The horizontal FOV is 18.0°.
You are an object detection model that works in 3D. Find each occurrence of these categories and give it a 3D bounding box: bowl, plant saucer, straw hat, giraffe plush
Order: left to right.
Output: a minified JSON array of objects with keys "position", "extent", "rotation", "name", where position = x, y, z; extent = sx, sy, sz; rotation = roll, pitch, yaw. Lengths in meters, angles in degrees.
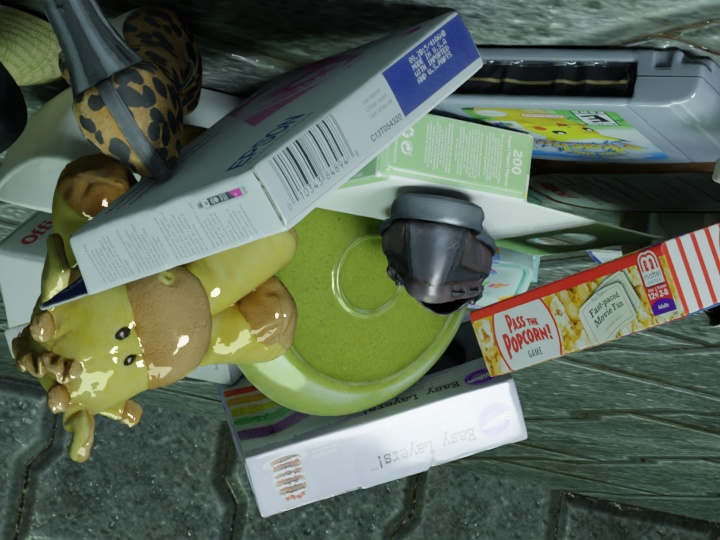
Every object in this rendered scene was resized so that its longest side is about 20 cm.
[{"position":[-0.266,-0.108,1.408],"extent":[0.201,0.085,0.201],"rotation":[8,170,1],"name":"straw hat"},{"position":[-0.139,0.021,1.335],"extent":[0.200,0.173,0.162],"rotation":[-34,-172,10],"name":"giraffe plush"},{"position":[-0.132,-0.076,1.516],"extent":[0.200,0.075,0.200],"rotation":[13,170,-18],"name":"bowl"},{"position":[0.000,0.000,1.463],"extent":[0.200,0.200,0.031],"rotation":[15,-177,-34],"name":"plant saucer"}]

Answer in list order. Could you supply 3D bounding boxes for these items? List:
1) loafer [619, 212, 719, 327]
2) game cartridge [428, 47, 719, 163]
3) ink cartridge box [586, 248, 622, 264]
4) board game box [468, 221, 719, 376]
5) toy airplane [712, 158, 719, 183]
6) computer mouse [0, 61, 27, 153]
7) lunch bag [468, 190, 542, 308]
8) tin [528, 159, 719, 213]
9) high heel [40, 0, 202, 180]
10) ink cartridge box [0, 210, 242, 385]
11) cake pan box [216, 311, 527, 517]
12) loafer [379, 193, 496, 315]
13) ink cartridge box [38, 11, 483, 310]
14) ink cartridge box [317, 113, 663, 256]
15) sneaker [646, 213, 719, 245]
[{"position":[0.265,0.010,1.540],"extent":[0.200,0.067,0.076],"rotation":[17,139,12],"name":"loafer"},{"position":[0.122,-0.094,1.315],"extent":[0.200,0.041,0.133],"rotation":[3,173,27],"name":"game cartridge"},{"position":[0.289,-0.002,1.672],"extent":[0.200,0.041,0.200],"rotation":[4,167,23],"name":"ink cartridge box"},{"position":[0.183,0.008,1.382],"extent":[0.151,0.046,0.200],"rotation":[-17,177,-33],"name":"board game box"},{"position":[0.312,-0.025,1.236],"extent":[0.200,0.141,0.199],"rotation":[2,169,30],"name":"toy airplane"},{"position":[-0.257,-0.115,1.274],"extent":[0.138,0.053,0.200],"rotation":[1,147,21],"name":"computer mouse"},{"position":[0.055,-0.023,1.651],"extent":[0.160,0.077,0.200],"rotation":[3,172,0],"name":"lunch bag"},{"position":[0.188,-0.065,1.421],"extent":[0.200,0.042,0.112],"rotation":[1,164,36],"name":"tin"},{"position":[-0.114,-0.083,1.253],"extent":[0.071,0.143,0.200],"rotation":[-32,157,8],"name":"high heel"},{"position":[-0.149,0.000,1.687],"extent":[0.200,0.085,0.145],"rotation":[11,-146,27],"name":"ink cartridge box"},{"position":[0.007,0.092,1.583],"extent":[0.200,0.052,0.184],"rotation":[-16,-159,-4],"name":"cake pan box"},{"position":[0.042,-0.001,1.364],"extent":[0.072,0.063,0.200],"rotation":[8,172,5],"name":"loafer"},{"position":[-0.061,-0.060,1.218],"extent":[0.200,0.043,0.196],"rotation":[-15,-161,41],"name":"ink cartridge box"},{"position":[0.064,-0.051,1.376],"extent":[0.200,0.048,0.145],"rotation":[9,172,-27],"name":"ink cartridge box"},{"position":[0.280,-0.032,1.462],"extent":[0.200,0.077,0.081],"rotation":[6,150,24],"name":"sneaker"}]
